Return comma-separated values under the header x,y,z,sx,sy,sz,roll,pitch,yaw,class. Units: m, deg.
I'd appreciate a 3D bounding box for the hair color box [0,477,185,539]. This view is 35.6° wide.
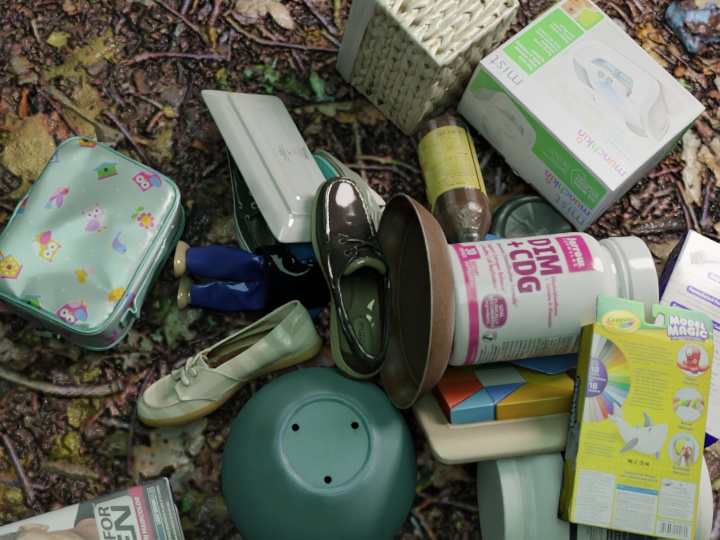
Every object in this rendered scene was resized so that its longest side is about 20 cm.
x,y,z,sx,sy,sz,roll,pitch,yaw,class
-0.263,0.274,1.053,0.197,0.061,0.101,-16,72,-10,hair color box

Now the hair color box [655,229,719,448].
x,y,z,sx,sy,sz,roll,pitch,yaw,class
0.352,0.072,1.181,0.108,0.065,0.202,26,72,5,hair color box

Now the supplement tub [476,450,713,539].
x,y,z,sx,sy,sz,roll,pitch,yaw,class
0.220,0.218,1.074,0.197,0.141,0.142,-2,70,-6,supplement tub

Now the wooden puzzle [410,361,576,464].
x,y,z,sx,sy,sz,roll,pitch,yaw,class
0.138,0.116,1.094,0.182,0.200,0.038,-6,111,-7,wooden puzzle

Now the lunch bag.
x,y,z,sx,sy,sz,roll,pitch,yaw,class
-0.277,-0.022,1.151,0.159,0.077,0.202,25,70,3,lunch bag

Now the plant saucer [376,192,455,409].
x,y,z,sx,sy,sz,roll,pitch,yaw,class
0.050,0.029,1.062,0.034,0.200,0.203,1,69,-14,plant saucer

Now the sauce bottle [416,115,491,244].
x,y,z,sx,sy,sz,roll,pitch,yaw,class
0.102,-0.073,1.182,0.064,0.065,0.202,-3,51,-6,sauce bottle

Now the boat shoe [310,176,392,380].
x,y,z,sx,sy,sz,roll,pitch,yaw,class
0.000,0.000,1.073,0.072,0.065,0.203,-4,75,-25,boat shoe

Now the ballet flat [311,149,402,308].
x,y,z,sx,sy,sz,roll,pitch,yaw,class
0.009,-0.044,1.202,0.063,0.067,0.201,-18,71,-40,ballet flat

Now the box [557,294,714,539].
x,y,z,sx,sy,sz,roll,pitch,yaw,class
0.245,0.129,0.996,0.116,0.048,0.203,10,83,-4,box

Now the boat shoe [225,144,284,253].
x,y,z,sx,sy,sz,roll,pitch,yaw,class
-0.108,-0.087,1.200,0.068,0.057,0.202,-13,71,-10,boat shoe

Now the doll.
x,y,z,sx,sy,sz,roll,pitch,yaw,class
-0.088,0.004,1.145,0.197,0.138,0.049,2,31,2,doll

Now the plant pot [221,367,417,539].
x,y,z,sx,sy,sz,roll,pitch,yaw,class
-0.037,0.179,1.069,0.197,0.135,0.203,1,70,-4,plant pot

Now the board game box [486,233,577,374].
x,y,z,sx,sy,sz,roll,pitch,yaw,class
0.154,0.041,1.157,0.197,0.039,0.159,15,50,10,board game box

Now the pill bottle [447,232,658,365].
x,y,z,sx,sy,sz,roll,pitch,yaw,class
0.172,0.024,1.069,0.197,0.114,0.115,-6,70,-9,pill bottle

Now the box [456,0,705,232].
x,y,z,sx,sy,sz,roll,pitch,yaw,class
0.238,-0.176,1.233,0.176,0.097,0.200,-37,77,-27,box

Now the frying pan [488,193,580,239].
x,y,z,sx,sy,sz,roll,pitch,yaw,class
0.196,0.001,1.214,0.113,0.031,0.193,-5,68,-5,frying pan

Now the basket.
x,y,z,sx,sy,sz,roll,pitch,yaw,class
0.069,-0.252,1.204,0.135,0.200,0.124,-39,82,-17,basket

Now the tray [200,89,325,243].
x,y,z,sx,sy,sz,roll,pitch,yaw,class
-0.081,-0.114,1.150,0.107,0.022,0.201,-2,54,-45,tray

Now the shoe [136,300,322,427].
x,y,z,sx,sy,sz,roll,pitch,yaw,class
-0.135,0.090,1.119,0.198,0.054,0.070,-25,32,-14,shoe
